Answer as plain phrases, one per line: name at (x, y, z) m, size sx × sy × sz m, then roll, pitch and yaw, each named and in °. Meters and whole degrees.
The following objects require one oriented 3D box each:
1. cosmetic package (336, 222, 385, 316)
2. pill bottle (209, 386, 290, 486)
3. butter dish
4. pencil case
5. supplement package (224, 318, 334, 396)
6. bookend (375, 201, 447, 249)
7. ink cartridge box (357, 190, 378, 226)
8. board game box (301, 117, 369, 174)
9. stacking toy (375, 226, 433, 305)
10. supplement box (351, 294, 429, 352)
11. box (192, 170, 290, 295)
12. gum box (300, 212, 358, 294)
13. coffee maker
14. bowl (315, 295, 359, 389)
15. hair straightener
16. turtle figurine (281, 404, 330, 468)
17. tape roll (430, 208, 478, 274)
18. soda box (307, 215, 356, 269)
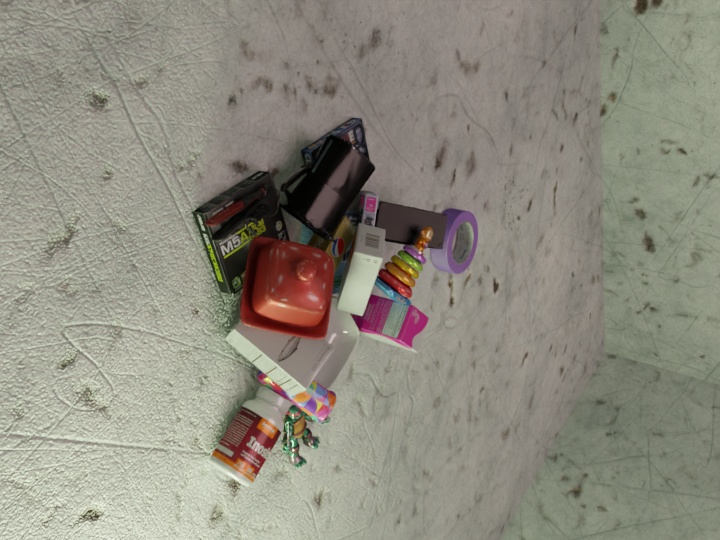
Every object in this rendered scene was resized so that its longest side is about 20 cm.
cosmetic package at (0.000, 0.000, 1.529) m, size 0.103 × 0.070 × 0.202 m, roll -83°, pitch -172°, yaw -46°
pill bottle at (-0.245, 0.372, 1.462) m, size 0.202 × 0.111 × 0.113 m, roll -59°, pitch 140°, yaw -21°
butter dish at (-0.130, 0.019, 1.318) m, size 0.196 × 0.148 × 0.204 m, roll 14°, pitch 65°, yaw -21°
pencil case at (-0.149, 0.270, 1.509) m, size 0.199 × 0.088 × 0.089 m, roll 41°, pitch 66°, yaw -19°
supplement package at (-0.176, 0.159, 1.401) m, size 0.199 × 0.117 × 0.118 m, roll 40°, pitch 62°, yaw -7°
bookend at (0.101, -0.121, 1.735) m, size 0.195 × 0.200 × 0.094 m, roll 9°, pitch 91°, yaw -19°
ink cartridge box at (0.010, -0.098, 1.651) m, size 0.119 × 0.041 × 0.205 m, roll -122°, pitch -144°, yaw -79°
board game box at (-0.055, -0.270, 1.571) m, size 0.200 × 0.034 × 0.138 m, roll -42°, pitch 131°, yaw -37°
stacking toy at (0.123, -0.023, 1.625) m, size 0.115 × 0.110 × 0.202 m, roll 31°, pitch 96°, yaw -46°
supplement box at (0.068, 0.135, 1.723) m, size 0.101 × 0.197 × 0.105 m, roll 38°, pitch 72°, yaw -51°
box at (-0.244, -0.082, 1.373) m, size 0.199 × 0.047 × 0.196 m, roll -40°, pitch 131°, yaw -39°
gum box at (-0.082, -0.043, 1.599) m, size 0.168 × 0.044 × 0.205 m, roll -5°, pitch 105°, yaw -51°
coffee maker at (-0.059, -0.177, 1.421) m, size 0.202 × 0.191 × 0.134 m, roll -56°, pitch 150°, yaw 0°
bowl at (-0.103, 0.179, 1.619) m, size 0.202 × 0.074 × 0.201 m, roll -58°, pitch 139°, yaw -24°
hair straightener at (-0.232, -0.113, 1.322) m, size 0.200 × 0.040 × 0.078 m, roll -46°, pitch 132°, yaw -41°
turtle figurine at (-0.149, 0.396, 1.608) m, size 0.148 × 0.100 × 0.203 m, roll -30°, pitch 140°, yaw -26°
tape roll at (0.303, -0.094, 2.072) m, size 0.199 × 0.065 × 0.204 m, roll -23°, pitch 119°, yaw -48°
soda box at (-0.089, -0.035, 1.502) m, size 0.064 × 0.067 × 0.202 m, roll 48°, pitch 64°, yaw -46°
